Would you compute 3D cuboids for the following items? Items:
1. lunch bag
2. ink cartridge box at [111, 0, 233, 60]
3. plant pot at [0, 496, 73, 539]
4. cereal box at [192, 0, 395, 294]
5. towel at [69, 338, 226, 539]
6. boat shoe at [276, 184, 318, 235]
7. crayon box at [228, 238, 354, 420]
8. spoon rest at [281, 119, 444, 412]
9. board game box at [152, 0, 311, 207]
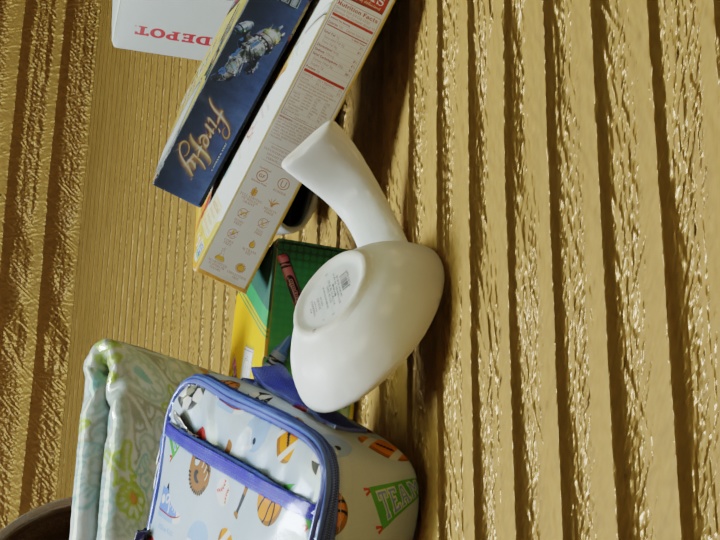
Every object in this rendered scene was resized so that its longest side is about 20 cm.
[{"bbox_3d":[-0.050,0.135,1.276,0.200,0.075,0.161,22,102,58],"label":"lunch bag"},{"bbox_3d":[-0.085,-0.259,1.692,0.145,0.144,0.201,-92,15,-45],"label":"ink cartridge box"},{"bbox_3d":[-0.181,0.289,1.722,0.199,0.199,0.201,100,173,-57],"label":"plant pot"},{"bbox_3d":[-0.040,-0.098,1.455,0.201,0.039,0.144,-63,10,13],"label":"cereal box"},{"bbox_3d":[-0.106,0.156,1.496,0.048,0.171,0.201,-7,71,33],"label":"towel"},{"bbox_3d":[-0.042,-0.121,1.598,0.068,0.072,0.201,16,91,58],"label":"boat shoe"},{"bbox_3d":[-0.044,0.096,1.450,0.119,0.058,0.201,130,147,-69],"label":"crayon box"},{"bbox_3d":[0.000,0.000,1.281,0.099,0.061,0.200,-40,31,20],"label":"spoon rest"},{"bbox_3d":[-0.058,-0.151,1.471,0.201,0.034,0.136,-60,9,25],"label":"board game box"}]
